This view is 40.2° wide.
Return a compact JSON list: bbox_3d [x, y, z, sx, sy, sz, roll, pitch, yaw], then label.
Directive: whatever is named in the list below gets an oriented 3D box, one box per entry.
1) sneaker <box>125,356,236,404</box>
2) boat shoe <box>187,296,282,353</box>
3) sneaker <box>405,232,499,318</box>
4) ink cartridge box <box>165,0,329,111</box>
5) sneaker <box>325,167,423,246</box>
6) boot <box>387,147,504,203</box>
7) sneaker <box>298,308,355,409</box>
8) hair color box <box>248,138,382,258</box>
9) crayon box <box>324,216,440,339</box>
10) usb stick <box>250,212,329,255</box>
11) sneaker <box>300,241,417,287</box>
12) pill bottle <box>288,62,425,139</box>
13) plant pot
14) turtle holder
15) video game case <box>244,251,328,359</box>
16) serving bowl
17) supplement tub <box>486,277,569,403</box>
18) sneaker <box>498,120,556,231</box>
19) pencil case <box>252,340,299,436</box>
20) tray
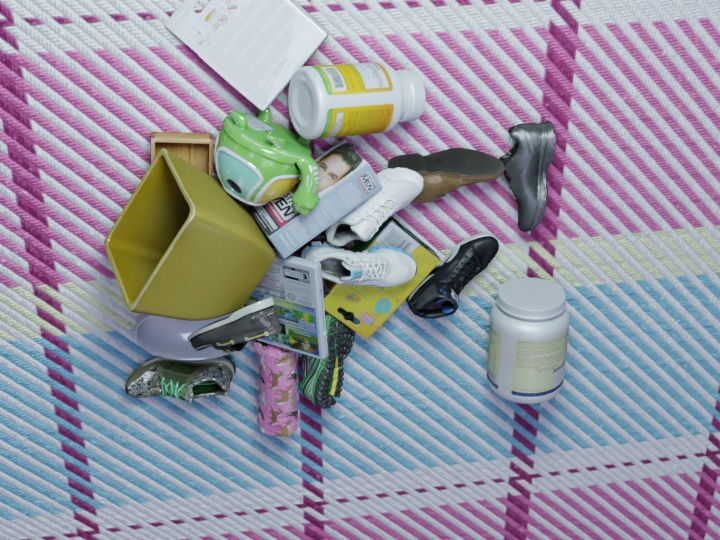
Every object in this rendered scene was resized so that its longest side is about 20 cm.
[{"bbox_3d":[-0.321,0.203,1.759,0.200,0.089,0.077,-8,119,-7],"label":"sneaker"},{"bbox_3d":[-0.205,0.102,1.584,0.201,0.072,0.061,-25,89,41],"label":"boat shoe"},{"bbox_3d":[0.175,0.021,1.753,0.200,0.112,0.073,-34,120,7],"label":"sneaker"},{"bbox_3d":[-0.174,-0.372,1.522,0.200,0.050,0.162,41,105,-9],"label":"ink cartridge box"},{"bbox_3d":[0.023,-0.095,1.638,0.200,0.100,0.078,-30,126,30],"label":"sneaker"},{"bbox_3d":[0.146,-0.159,1.684,0.199,0.074,0.076,-3,132,-2],"label":"boot"},{"bbox_3d":[-0.071,0.145,1.788,0.078,0.085,0.200,3,104,-53],"label":"sneaker"},{"bbox_3d":[-0.075,-0.119,1.610,0.200,0.099,0.061,-36,133,-3],"label":"hair color box"},{"bbox_3d":[0.028,0.011,1.747,0.127,0.051,0.200,38,101,-26],"label":"crayon box"},{"bbox_3d":[-0.136,-0.061,1.691,0.200,0.033,0.056,13,121,-18],"label":"usb stick"},{"bbox_3d":[0.000,0.000,1.659,0.199,0.087,0.075,3,106,-8],"label":"sneaker"},{"bbox_3d":[-0.003,-0.269,1.545,0.200,0.111,0.111,-10,121,-29],"label":"pill bottle"},{"bbox_3d":[-0.255,-0.037,1.555,0.200,0.196,0.194,22,112,-39],"label":"plant pot"},{"bbox_3d":[-0.144,-0.170,1.562,0.185,0.141,0.132,22,113,-8],"label":"turtle holder"},{"bbox_3d":[-0.148,0.049,1.682,0.200,0.022,0.183,13,123,28],"label":"video game case"},{"bbox_3d":[-0.286,0.082,1.691,0.200,0.066,0.200,-5,148,-3],"label":"serving bowl"},{"bbox_3d":[0.310,0.129,1.821,0.145,0.145,0.200,-5,118,-9],"label":"supplement tub"},{"bbox_3d":[0.283,-0.165,1.710,0.091,0.076,0.200,2,111,-2],"label":"sneaker"},{"bbox_3d":[-0.153,0.210,1.799,0.083,0.087,0.200,6,119,11],"label":"pencil case"},{"bbox_3d":[-0.295,-0.127,1.619,0.098,0.037,0.200,0,117,-12],"label":"tray"}]
